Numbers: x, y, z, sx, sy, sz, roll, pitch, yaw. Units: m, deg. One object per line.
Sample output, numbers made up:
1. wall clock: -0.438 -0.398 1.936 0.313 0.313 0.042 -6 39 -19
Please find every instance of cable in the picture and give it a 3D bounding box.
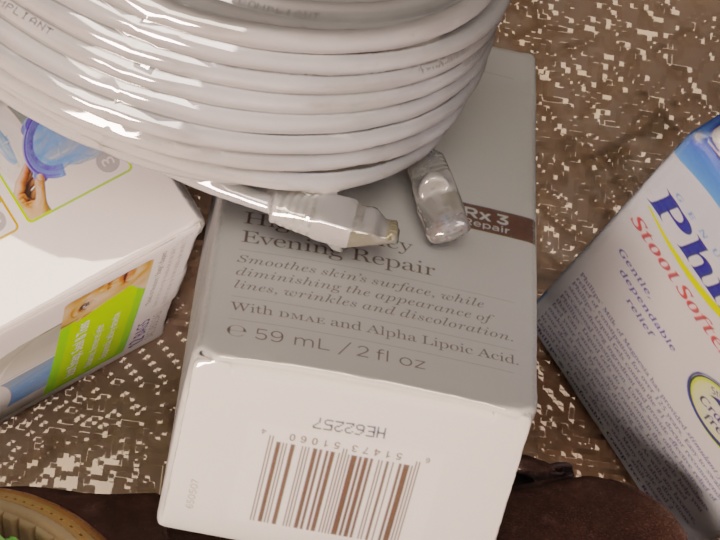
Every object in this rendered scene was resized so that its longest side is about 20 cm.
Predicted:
1. cable: -0.051 -0.107 0.810 0.200 0.069 0.200 16 40 -15

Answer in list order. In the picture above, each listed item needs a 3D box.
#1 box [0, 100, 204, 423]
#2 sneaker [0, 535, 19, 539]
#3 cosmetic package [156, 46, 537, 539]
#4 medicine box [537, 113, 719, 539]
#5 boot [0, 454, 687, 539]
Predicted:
1. box: -0.164 0.008 0.833 0.200 0.112 0.101 -29 78 -20
2. sneaker: -0.112 0.125 0.772 0.200 0.084 0.077 21 108 33
3. cosmetic package: 0.000 0.000 0.836 0.102 0.074 0.200 11 37 -6
4. medicine box: 0.173 -0.015 0.859 0.182 0.200 0.103 -32 81 -18
5. boot: -0.017 0.095 0.855 0.166 0.200 0.072 -22 120 -46
